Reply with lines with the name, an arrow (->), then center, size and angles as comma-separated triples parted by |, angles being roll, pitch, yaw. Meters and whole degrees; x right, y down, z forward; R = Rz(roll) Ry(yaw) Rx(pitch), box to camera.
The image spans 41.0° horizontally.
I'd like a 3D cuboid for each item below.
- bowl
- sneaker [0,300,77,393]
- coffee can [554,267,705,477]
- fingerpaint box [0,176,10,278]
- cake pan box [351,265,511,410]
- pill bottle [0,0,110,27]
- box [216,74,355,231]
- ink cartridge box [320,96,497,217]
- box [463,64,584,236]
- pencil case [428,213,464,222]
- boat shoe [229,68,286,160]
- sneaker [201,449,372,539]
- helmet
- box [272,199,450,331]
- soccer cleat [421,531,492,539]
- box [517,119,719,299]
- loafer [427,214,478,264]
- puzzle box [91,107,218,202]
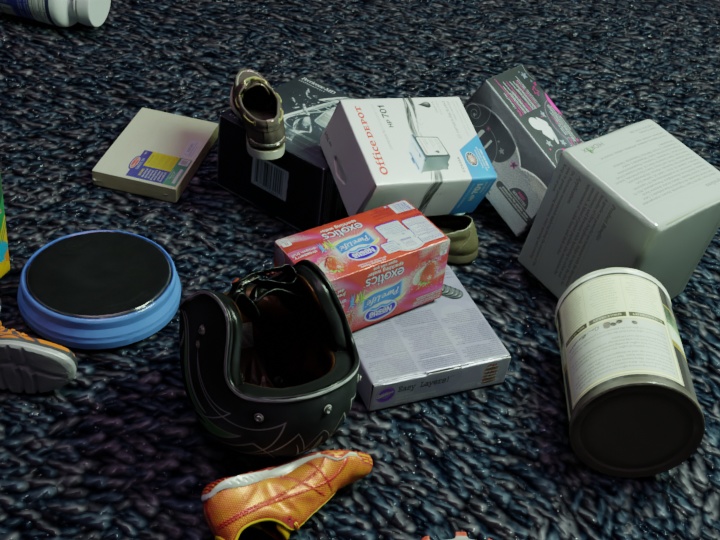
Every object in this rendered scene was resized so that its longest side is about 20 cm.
bowl -> -0.324, 0.017, 1.202 | 0.197, 0.040, 0.202 | 5, 36, -4
sneaker -> -0.410, 0.071, 1.092 | 0.197, 0.078, 0.113 | 8, 39, -1
coffee can -> 0.307, 0.115, 1.121 | 0.144, 0.148, 0.201 | 8, 38, -1
fingerpaint box -> -0.540, -0.076, 1.178 | 0.197, 0.169, 0.074 | 17, 36, 10
cake pan box -> 0.060, 0.079, 1.198 | 0.197, 0.053, 0.185 | -10, 40, -22
pill bottle -> -0.565, -0.512, 1.756 | 0.197, 0.121, 0.120 | 15, 38, 7
box -> -0.077, -0.175, 1.431 | 0.198, 0.125, 0.196 | 29, 40, 24
ink cartridge box -> 0.065, -0.153, 1.307 | 0.197, 0.086, 0.148 | -6, 61, -31
box -> 0.233, -0.176, 1.421 | 0.114, 0.132, 0.201 | -27, 78, -46
pencil case -> 0.122, -0.142, 1.459 | 0.090, 0.084, 0.201 | 23, 38, -4
boat shoe -> -0.143, -0.233, 1.343 | 0.071, 0.060, 0.201 | -4, 41, -12
sneaker -> -0.070, 0.231, 0.982 | 0.198, 0.073, 0.078 | -12, 78, -33
helmet -> -0.096, 0.102, 1.022 | 0.198, 0.200, 0.193 | -18, 85, -30
box -> 0.000, 0.000, 1.168 | 0.198, 0.097, 0.100 | -19, 44, -29
soccer cleat -> 0.131, 0.304, 0.919 | 0.197, 0.070, 0.078 | 10, 41, -4
box -> 0.358, -0.061, 1.299 | 0.198, 0.201, 0.171 | -21, 53, -33
loafer -> 0.073, -0.059, 1.357 | 0.196, 0.068, 0.077 | 4, 38, -6
puzzle box -> -0.309, -0.179, 1.467 | 0.131, 0.026, 0.201 | 13, 39, 5
